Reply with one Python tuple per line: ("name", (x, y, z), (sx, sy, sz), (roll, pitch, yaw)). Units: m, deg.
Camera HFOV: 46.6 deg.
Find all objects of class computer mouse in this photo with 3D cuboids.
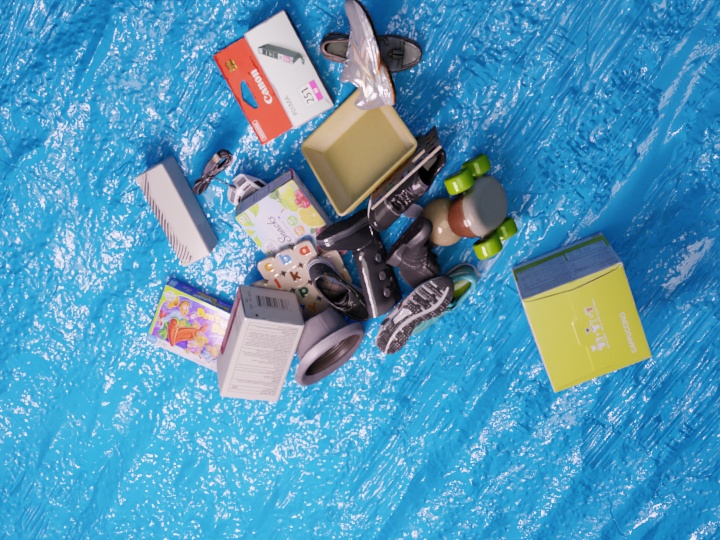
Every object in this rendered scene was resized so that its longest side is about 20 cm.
("computer mouse", (-0.226, -0.155, 1.661), (0.197, 0.044, 0.110), (30, 112, -19))

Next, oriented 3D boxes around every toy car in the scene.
("toy car", (0.178, -0.105, 1.636), (0.197, 0.157, 0.167), (-17, 104, 39))

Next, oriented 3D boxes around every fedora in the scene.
("fedora", (-0.079, 0.144, 1.709), (0.175, 0.201, 0.091), (-32, 72, -15))

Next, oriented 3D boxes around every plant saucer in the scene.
("plant saucer", (0.003, -0.228, 1.586), (0.199, 0.202, 0.048), (-41, 146, 16))

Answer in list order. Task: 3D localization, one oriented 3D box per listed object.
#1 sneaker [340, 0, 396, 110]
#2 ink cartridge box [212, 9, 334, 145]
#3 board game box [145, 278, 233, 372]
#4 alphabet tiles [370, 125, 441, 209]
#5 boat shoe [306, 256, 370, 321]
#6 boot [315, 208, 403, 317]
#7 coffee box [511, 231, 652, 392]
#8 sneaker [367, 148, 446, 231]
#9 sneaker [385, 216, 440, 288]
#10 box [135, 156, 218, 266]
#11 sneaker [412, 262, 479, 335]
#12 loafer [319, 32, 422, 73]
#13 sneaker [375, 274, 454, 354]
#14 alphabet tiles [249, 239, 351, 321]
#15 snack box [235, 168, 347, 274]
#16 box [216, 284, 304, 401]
("sneaker", (-0.004, -0.384, 1.507), (0.090, 0.076, 0.204), (-16, 107, 10))
("ink cartridge box", (-0.168, -0.364, 1.601), (0.171, 0.044, 0.203), (-27, 104, 10))
("board game box", (-0.336, 0.122, 1.765), (0.196, 0.045, 0.137), (24, 108, -4))
("alphabet tiles", (0.082, -0.198, 1.554), (0.167, 0.201, 0.008), (-42, 105, 16))
("boat shoe", (-0.040, 0.052, 1.683), (0.068, 0.057, 0.200), (-35, 127, 15))
("boot", (0.001, 0.000, 1.655), (0.065, 0.163, 0.205), (6, 117, 47))
("coffee box", (0.422, 0.077, 1.621), (0.196, 0.198, 0.203), (-21, 106, 10))
("sneaker", (0.088, -0.160, 1.600), (0.075, 0.088, 0.202), (35, 94, -22))
("sneaker", (0.119, -0.030, 1.623), (0.103, 0.061, 0.200), (28, 149, -11))
("box", (-0.364, -0.118, 1.673), (0.067, 0.082, 0.203), (-23, 104, 12))
("sneaker", (0.159, 0.060, 1.696), (0.199, 0.080, 0.078), (-42, 101, 16))
("loafer", (0.019, -0.406, 1.564), (0.194, 0.063, 0.074), (5, 108, 2))
("sneaker", (0.103, 0.074, 1.658), (0.199, 0.080, 0.074), (-42, 106, 15))
("alphabet tiles", (-0.120, 0.029, 1.692), (0.196, 0.015, 0.197), (-23, 130, 6))
("snack box", (-0.136, -0.081, 1.654), (0.140, 0.053, 0.201), (-30, 123, 13))
("box", (-0.204, 0.147, 1.676), (0.125, 0.110, 0.203), (9, 122, -22))
